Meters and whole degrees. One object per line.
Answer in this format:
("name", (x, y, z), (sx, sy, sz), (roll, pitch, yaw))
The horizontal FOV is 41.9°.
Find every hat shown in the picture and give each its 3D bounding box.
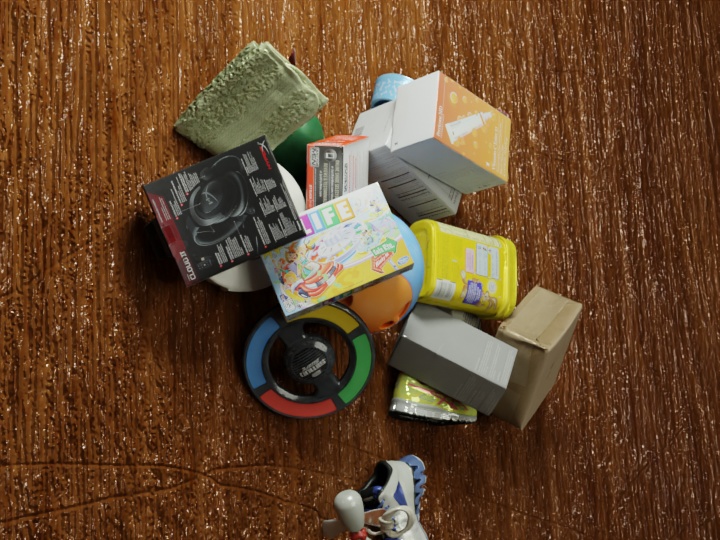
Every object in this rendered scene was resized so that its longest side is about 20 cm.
("hat", (-0.072, -0.224, 1.459), (0.199, 0.175, 0.167), (-5, 83, -45))

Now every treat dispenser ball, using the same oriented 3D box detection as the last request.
("treat dispenser ball", (0.000, 0.000, 1.468), (0.200, 0.200, 0.202), (12, 73, -43))

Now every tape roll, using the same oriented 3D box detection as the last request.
("tape roll", (-0.172, -0.069, 1.382), (0.202, 0.037, 0.204), (-3, 96, -31))

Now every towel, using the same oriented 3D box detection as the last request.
("towel", (-0.161, -0.231, 1.369), (0.148, 0.200, 0.037), (37, 29, -33))

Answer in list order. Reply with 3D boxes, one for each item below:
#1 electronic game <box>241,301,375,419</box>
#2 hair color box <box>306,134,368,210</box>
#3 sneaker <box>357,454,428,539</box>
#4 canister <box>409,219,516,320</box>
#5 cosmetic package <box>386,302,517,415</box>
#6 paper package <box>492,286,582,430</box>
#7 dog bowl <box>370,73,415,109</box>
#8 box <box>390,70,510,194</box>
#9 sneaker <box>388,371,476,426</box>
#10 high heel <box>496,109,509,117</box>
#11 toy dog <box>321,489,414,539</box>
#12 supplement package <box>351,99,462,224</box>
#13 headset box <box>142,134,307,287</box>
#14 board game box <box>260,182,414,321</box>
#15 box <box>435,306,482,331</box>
("electronic game", (-0.076, 0.132, 1.395), (0.200, 0.199, 0.042), (54, 6, -23))
("hair color box", (-0.034, -0.157, 1.488), (0.200, 0.061, 0.102), (-46, 139, -75))
("sneaker", (0.045, 0.397, 1.524), (0.115, 0.080, 0.201), (16, 63, -39))
("canister", (0.174, -0.001, 1.634), (0.199, 0.086, 0.150), (13, 73, -37))
("cosmetic package", (0.157, 0.146, 1.602), (0.199, 0.090, 0.107), (26, 42, 5))
("paper package", (0.313, 0.158, 1.742), (0.190, 0.103, 0.201), (-38, 147, -48))
("dog bowl", (0.097, -0.269, 1.695), (0.200, 0.111, 0.050), (40, 64, -33))
("box", (0.156, -0.229, 1.594), (0.199, 0.097, 0.125), (23, 66, -40))
("sneaker", (0.134, 0.222, 1.646), (0.199, 0.078, 0.091), (19, 66, -41))
("high heel", (0.194, -0.295, 1.806), (0.199, 0.096, 0.068), (8, 76, -44))
("toy dog", (0.005, 0.417, 1.454), (0.131, 0.096, 0.201), (5, 110, -7))
("supplement package", (0.084, -0.188, 1.660), (0.200, 0.109, 0.114), (41, 55, -32))
("headset box", (-0.194, -0.076, 1.286), (0.199, 0.077, 0.150), (-24, 95, -6))
("board game box", (-0.040, -0.028, 1.353), (0.199, 0.034, 0.135), (-23, 76, -7))
("box", (0.168, 0.086, 1.716), (0.082, 0.068, 0.202), (-11, 89, -45))
